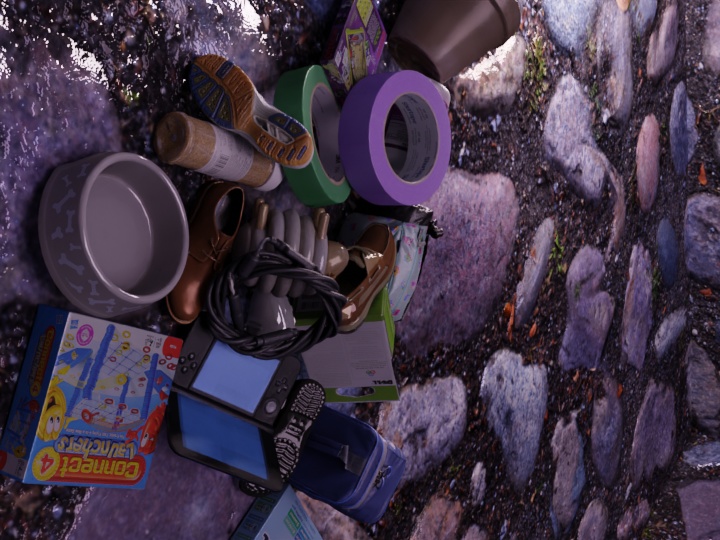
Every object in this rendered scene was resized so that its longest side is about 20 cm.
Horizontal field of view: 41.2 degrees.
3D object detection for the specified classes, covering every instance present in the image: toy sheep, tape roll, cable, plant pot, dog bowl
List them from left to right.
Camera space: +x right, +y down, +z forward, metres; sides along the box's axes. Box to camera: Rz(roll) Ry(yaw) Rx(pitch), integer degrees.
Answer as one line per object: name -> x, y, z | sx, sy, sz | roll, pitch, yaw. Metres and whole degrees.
dog bowl -> -0.280, -0.046, 1.126 | 0.199, 0.058, 0.203 | 18, 69, -56
cable -> -0.110, 0.055, 1.291 | 0.163, 0.051, 0.200 | -48, 126, 6
toy sheep -> -0.113, -0.028, 1.353 | 0.138, 0.197, 0.140 | -171, -90, -80
tape roll -> -0.065, -0.195, 1.399 | 0.200, 0.048, 0.203 | -9, 90, -72
tape roll -> 0.055, -0.201, 1.462 | 0.199, 0.065, 0.203 | -4, 95, -48
plant pot -> 0.141, -0.414, 1.614 | 0.174, 0.199, 0.200 | -49, 138, -13

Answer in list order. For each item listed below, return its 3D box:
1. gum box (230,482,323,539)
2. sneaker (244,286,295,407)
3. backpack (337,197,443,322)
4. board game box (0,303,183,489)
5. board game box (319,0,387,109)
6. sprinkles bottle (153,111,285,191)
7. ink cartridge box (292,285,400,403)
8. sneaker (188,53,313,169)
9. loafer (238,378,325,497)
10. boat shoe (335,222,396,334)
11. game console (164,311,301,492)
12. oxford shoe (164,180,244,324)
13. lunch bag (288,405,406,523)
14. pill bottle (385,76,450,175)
gum box -> -0.149, 0.461, 1.512 | 0.201, 0.044, 0.171 | -56, 140, -33
sneaker -> -0.148, 0.119, 1.405 | 0.080, 0.076, 0.203 | -7, 102, -45
backpack -> 0.029, -0.017, 1.576 | 0.126, 0.166, 0.203 | 15, 89, -37
board game box -> -0.323, 0.158, 1.163 | 0.199, 0.055, 0.198 | 22, 79, -56
board game box -> -0.008, -0.345, 1.483 | 0.120, 0.032, 0.202 | 58, 37, -42
sprinkles bottle -> -0.183, -0.156, 1.278 | 0.199, 0.068, 0.069 | 12, 89, -57
ink cartridge box -> -0.018, 0.119, 1.518 | 0.076, 0.146, 0.201 | -83, 165, -46
sneaker -> -0.146, -0.200, 1.264 | 0.075, 0.200, 0.088 | -47, 176, -2
loafer -> -0.122, 0.255, 1.475 | 0.073, 0.071, 0.201 | 36, 83, -23
boat shoe -> 0.000, 0.000, 1.429 | 0.074, 0.075, 0.201 | 74, 30, -46
game console -> -0.163, 0.179, 1.302 | 0.199, 0.118, 0.172 | 31, 85, -38
oxford shoe -> -0.205, -0.026, 1.265 | 0.071, 0.071, 0.202 | 23, 79, -36
lunch bag -> -0.034, 0.300, 1.505 | 0.132, 0.198, 0.137 | 44, 68, -48
pill bottle -> 0.075, -0.217, 1.609 | 0.112, 0.111, 0.202 | 29, 75, -55
